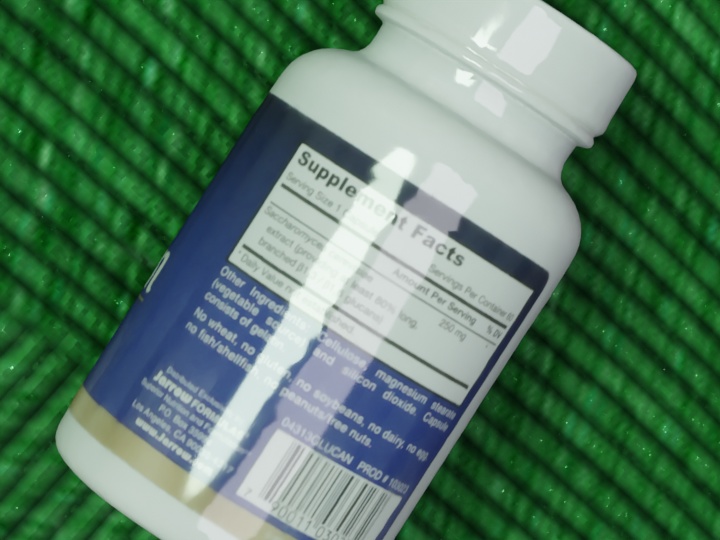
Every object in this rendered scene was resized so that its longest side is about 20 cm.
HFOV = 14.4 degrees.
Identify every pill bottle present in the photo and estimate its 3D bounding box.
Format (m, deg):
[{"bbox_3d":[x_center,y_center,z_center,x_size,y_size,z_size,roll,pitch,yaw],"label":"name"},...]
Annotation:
[{"bbox_3d":[0.000,0.000,0.900,0.111,0.111,0.200,32,91,-19],"label":"pill bottle"}]
